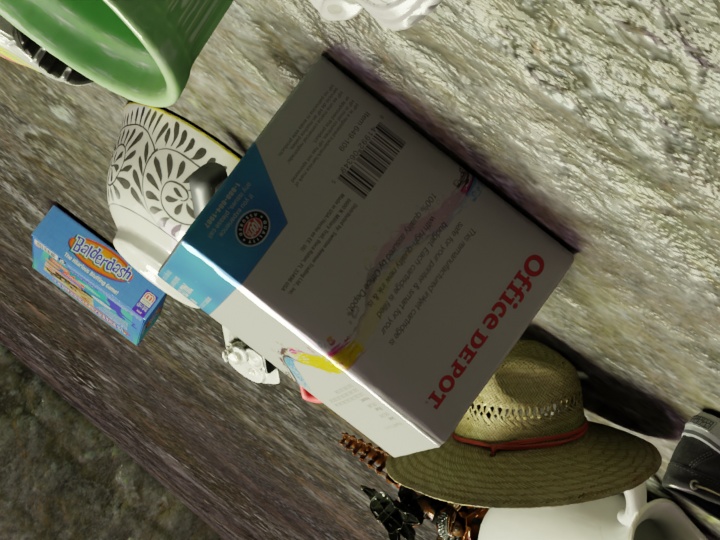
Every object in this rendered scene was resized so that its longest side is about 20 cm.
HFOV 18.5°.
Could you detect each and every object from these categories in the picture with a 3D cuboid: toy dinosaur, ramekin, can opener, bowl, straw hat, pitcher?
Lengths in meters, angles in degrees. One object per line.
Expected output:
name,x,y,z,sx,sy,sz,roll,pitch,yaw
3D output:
toy dinosaur,0.063,0.220,2.131,0.199,0.103,0.136,8,174,21
ramekin,-0.153,-0.191,1.222,0.199,0.098,0.200,35,167,9
can opener,-0.087,0.003,1.663,0.052,0.066,0.201,20,138,33
bowl,-0.133,-0.033,1.737,0.200,0.094,0.201,34,167,9
straw hat,0.110,0.095,1.547,0.201,0.200,0.086,16,113,57
pitcher,0.175,0.204,1.750,0.199,0.121,0.172,-2,120,54

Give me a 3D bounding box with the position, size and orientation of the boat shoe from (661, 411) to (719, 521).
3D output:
boat shoe,0.277,0.177,1.449,0.200,0.066,0.070,41,167,-18

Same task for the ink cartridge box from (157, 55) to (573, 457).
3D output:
ink cartridge box,0.000,-0.002,1.371,0.200,0.147,0.146,38,167,-4

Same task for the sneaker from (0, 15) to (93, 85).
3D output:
sneaker,-0.268,-0.198,1.554,0.200,0.078,0.090,42,169,-21

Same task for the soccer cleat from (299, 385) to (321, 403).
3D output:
soccer cleat,-0.029,0.057,1.787,0.068,0.074,0.200,11,167,1

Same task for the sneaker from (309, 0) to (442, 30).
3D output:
sneaker,-0.002,-0.164,0.976,0.099,0.078,0.200,45,165,-18

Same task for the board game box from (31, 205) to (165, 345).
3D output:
board game box,-0.286,0.008,2.397,0.152,0.045,0.200,37,167,-1
